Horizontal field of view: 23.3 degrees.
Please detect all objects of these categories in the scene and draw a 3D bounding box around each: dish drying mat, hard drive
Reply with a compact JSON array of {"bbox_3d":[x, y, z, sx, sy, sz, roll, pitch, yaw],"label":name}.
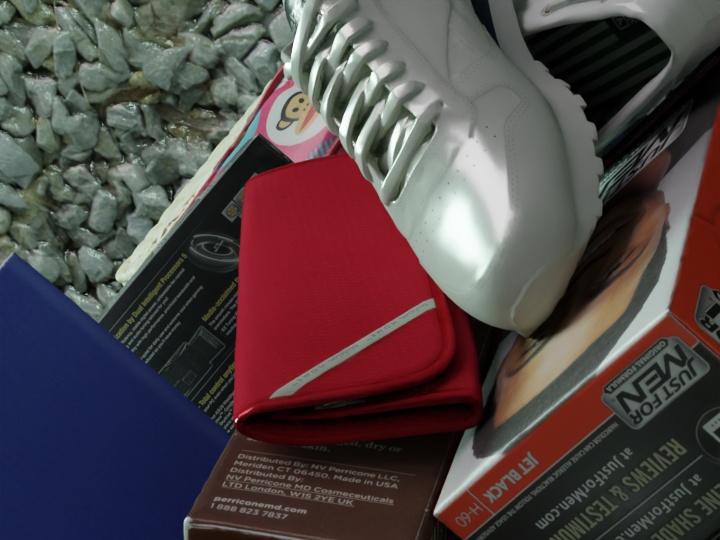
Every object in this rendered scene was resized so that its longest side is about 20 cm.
[{"bbox_3d":[-0.004,0.001,0.593,0.076,0.018,0.200,-8,25,1],"label":"dish drying mat"},{"bbox_3d":[-0.084,0.102,0.617,0.025,0.200,0.132,-42,10,46],"label":"hard drive"}]

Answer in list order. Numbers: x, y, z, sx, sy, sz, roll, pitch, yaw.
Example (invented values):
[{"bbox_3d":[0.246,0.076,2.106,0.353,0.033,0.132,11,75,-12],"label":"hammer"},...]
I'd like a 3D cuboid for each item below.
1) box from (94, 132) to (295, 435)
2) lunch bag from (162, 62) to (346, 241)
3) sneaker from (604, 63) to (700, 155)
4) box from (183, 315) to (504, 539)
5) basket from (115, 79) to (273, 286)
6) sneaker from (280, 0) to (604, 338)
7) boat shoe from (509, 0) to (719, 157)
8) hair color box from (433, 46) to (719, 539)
[{"bbox_3d":[-0.048,0.069,0.733,0.200,0.160,0.044,-51,7,-3],"label":"box"},{"bbox_3d":[0.000,0.000,0.843,0.082,0.176,0.201,23,77,45],"label":"lunch bag"},{"bbox_3d":[0.129,-0.091,0.652,0.200,0.070,0.108,-44,-31,25],"label":"sneaker"},{"bbox_3d":[0.004,0.073,0.583,0.200,0.074,0.101,-59,-26,-61],"label":"box"},{"bbox_3d":[-0.044,-0.014,1.150,0.200,0.161,0.198,-52,8,-7],"label":"basket"},{"bbox_3d":[0.015,-0.056,0.566,0.077,0.080,0.200,-56,33,27],"label":"sneaker"},{"bbox_3d":[0.062,-0.069,0.630,0.067,0.074,0.200,-48,3,-32],"label":"boat shoe"},{"bbox_3d":[0.096,0.010,0.547,0.102,0.061,0.200,-46,9,32],"label":"hair color box"}]
